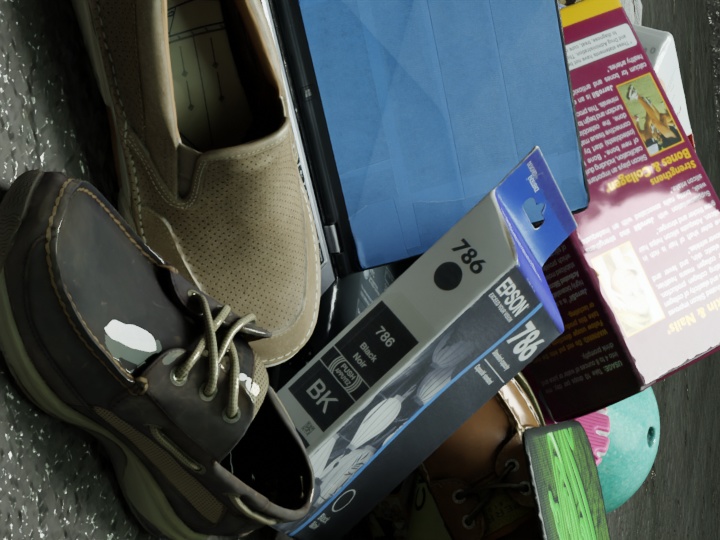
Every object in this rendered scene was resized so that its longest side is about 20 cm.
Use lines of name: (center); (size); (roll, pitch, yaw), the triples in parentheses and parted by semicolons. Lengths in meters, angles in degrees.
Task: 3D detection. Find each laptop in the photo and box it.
laptop: (0.002, -0.067, 0.683); (0.200, 0.115, 0.189); (-49, 132, -52)

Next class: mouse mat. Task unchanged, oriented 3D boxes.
mouse mat: (0.114, 0.171, 0.754); (0.161, 0.007, 0.202); (10, 66, -72)

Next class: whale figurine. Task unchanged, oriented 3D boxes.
whale figurine: (0.137, 0.090, 1.058); (0.200, 0.103, 0.160); (53, 50, -52)

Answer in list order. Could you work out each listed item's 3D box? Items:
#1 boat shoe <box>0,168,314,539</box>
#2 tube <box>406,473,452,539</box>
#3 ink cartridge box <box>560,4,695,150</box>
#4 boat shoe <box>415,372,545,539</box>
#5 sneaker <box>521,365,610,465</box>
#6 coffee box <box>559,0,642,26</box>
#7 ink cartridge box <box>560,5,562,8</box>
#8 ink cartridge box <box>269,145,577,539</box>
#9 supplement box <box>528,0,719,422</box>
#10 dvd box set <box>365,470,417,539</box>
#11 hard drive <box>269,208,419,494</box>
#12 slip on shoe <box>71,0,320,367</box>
boat shoe: (-0.066, 0.032, 0.578); (0.201, 0.073, 0.075); (63, 30, -52)
tube: (0.050, 0.119, 0.872); (0.052, 0.058, 0.202); (16, 73, -35)
ink cartridge box: (0.142, -0.113, 1.092); (0.050, 0.161, 0.200); (-62, 154, -17)
boat shoe: (0.072, 0.109, 0.795); (0.201, 0.072, 0.068); (56, 8, -14)
sneaker: (0.108, 0.058, 0.949); (0.088, 0.081, 0.201); (-61, -176, 47)
coffee box: (0.133, -0.227, 1.154); (0.201, 0.112, 0.080); (62, 31, -51)
ink cartridge box: (0.053, -0.180, 0.921); (0.119, 0.042, 0.200); (46, 19, 8)
ink cartridge box: (0.029, 0.041, 0.720); (0.200, 0.039, 0.099); (-45, 152, 1)
supplement box: (0.122, -0.035, 0.866); (0.110, 0.086, 0.201); (-23, 86, -32)
dvd box set: (0.048, 0.145, 0.978); (0.147, 0.029, 0.201); (-72, 154, -46)
hard drive: (0.000, 0.000, 0.847); (0.140, 0.033, 0.202); (56, 37, -57)
slip on shoe: (-0.053, -0.047, 0.602); (0.076, 0.060, 0.202); (-27, 118, -28)
